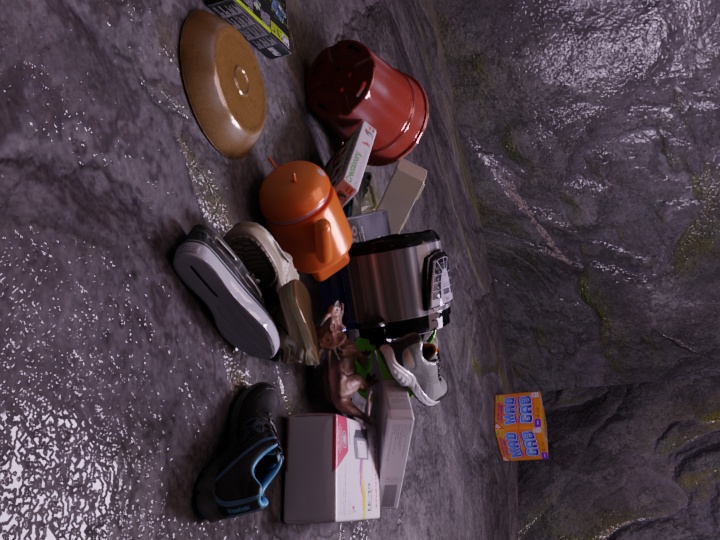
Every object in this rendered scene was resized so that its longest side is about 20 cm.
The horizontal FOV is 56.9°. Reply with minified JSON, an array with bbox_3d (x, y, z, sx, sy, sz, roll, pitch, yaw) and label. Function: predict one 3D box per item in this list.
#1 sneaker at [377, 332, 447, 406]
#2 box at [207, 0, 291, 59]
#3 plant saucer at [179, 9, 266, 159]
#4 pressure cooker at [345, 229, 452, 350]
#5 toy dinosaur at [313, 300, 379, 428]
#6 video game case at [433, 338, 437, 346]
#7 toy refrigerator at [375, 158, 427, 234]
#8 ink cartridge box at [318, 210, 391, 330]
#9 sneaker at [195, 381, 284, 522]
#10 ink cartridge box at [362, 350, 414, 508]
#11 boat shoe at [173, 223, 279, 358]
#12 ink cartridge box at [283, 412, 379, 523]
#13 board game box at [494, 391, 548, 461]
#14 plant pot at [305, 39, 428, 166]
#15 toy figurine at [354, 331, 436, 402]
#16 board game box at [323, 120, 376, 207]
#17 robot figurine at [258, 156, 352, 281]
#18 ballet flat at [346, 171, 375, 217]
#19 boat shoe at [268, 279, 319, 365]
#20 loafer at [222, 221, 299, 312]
[{"bbox_3d":[0.106,0.162,1.088,0.200,0.079,0.075,44,16,-51],"label":"sneaker"},{"bbox_3d":[-0.171,-0.452,1.007,0.200,0.047,0.197,12,73,-72],"label":"box"},{"bbox_3d":[-0.177,-0.258,0.916,0.200,0.035,0.204,-8,90,-72],"label":"plant saucer"},{"bbox_3d":[0.067,0.040,1.138,0.179,0.173,0.204,-169,-110,-80],"label":"pressure cooker"},{"bbox_3d":[-0.036,0.159,1.056,0.135,0.085,0.203,18,57,-69],"label":"toy dinosaur"},{"bbox_3d":[0.175,0.216,1.790,0.183,0.022,0.202,64,25,-43],"label":"video game case"},{"bbox_3d":[0.067,-0.119,1.362,0.076,0.069,0.202,-68,-178,-63],"label":"toy refrigerator"},{"bbox_3d":[0.000,0.000,1.226,0.199,0.046,0.201,-20,102,-54],"label":"ink cartridge box"},{"bbox_3d":[-0.122,0.214,0.801,0.201,0.081,0.074,-74,148,-54],"label":"sneaker"},{"bbox_3d":[0.043,0.269,1.140,0.177,0.044,0.203,-103,-162,-59],"label":"ink cartridge box"},{"bbox_3d":[-0.150,0.026,0.814,0.072,0.071,0.201,-74,148,-43],"label":"boat shoe"},{"bbox_3d":[-0.038,0.304,1.009,0.200,0.084,0.150,41,44,-63],"label":"ink cartridge box"},{"bbox_3d":[0.700,0.678,2.886,0.201,0.196,0.202,-73,149,-53],"label":"board game box"},{"bbox_3d":[0.004,-0.330,1.279,0.195,0.198,0.205,22,61,-60],"label":"plant pot"},{"bbox_3d":[0.076,0.171,1.318,0.201,0.149,0.184,-53,167,-4],"label":"toy figurine"},{"bbox_3d":[-0.035,-0.165,1.165,0.034,0.126,0.202,35,38,-17],"label":"board game box"},{"bbox_3d":[-0.081,-0.078,0.999,0.145,0.115,0.202,-79,153,-45],"label":"robot figurine"},{"bbox_3d":[-0.001,-0.119,1.323,0.068,0.062,0.203,102,-8,-57],"label":"ballet flat"},{"bbox_3d":[-0.095,0.079,0.896,0.201,0.064,0.073,86,-3,-62],"label":"boat shoe"},{"bbox_3d":[-0.131,-0.006,0.897,0.201,0.074,0.069,72,17,-54],"label":"loafer"}]
